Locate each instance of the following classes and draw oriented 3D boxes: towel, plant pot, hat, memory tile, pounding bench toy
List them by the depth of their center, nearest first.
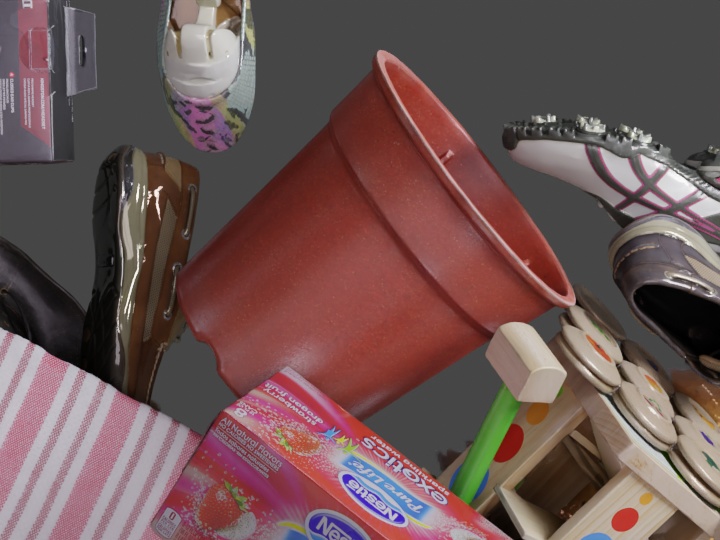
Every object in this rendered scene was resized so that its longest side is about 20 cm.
[{"bbox_3d":[0.105,0.137,1.169,0.156,0.124,0.200,-44,124,10],"label":"pounding bench toy"},{"bbox_3d":[0.000,0.000,1.190,0.195,0.201,0.201,-38,91,12],"label":"plant pot"},{"bbox_3d":[-0.198,0.135,1.197,0.199,0.030,0.147,27,89,4],"label":"towel"},{"bbox_3d":[0.201,0.095,1.198,0.200,0.153,0.017,45,104,-2],"label":"memory tile"},{"bbox_3d":[-0.279,0.068,1.253,0.199,0.081,0.202,0,94,4],"label":"hat"}]

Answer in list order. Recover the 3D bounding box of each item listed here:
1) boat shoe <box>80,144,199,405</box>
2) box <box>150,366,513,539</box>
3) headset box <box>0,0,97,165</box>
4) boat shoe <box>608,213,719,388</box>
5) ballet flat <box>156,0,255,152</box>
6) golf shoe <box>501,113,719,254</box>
[{"bbox_3d":[-0.140,0.019,1.246,0.073,0.076,0.202,4,92,-26],"label":"boat shoe"},{"bbox_3d":[-0.007,0.160,1.084,0.200,0.100,0.096,37,112,10],"label":"box"},{"bbox_3d":[-0.275,-0.144,1.244,0.198,0.075,0.150,-1,93,3],"label":"headset box"},{"bbox_3d":[0.239,0.046,1.211,0.199,0.074,0.075,32,129,-14],"label":"boat shoe"},{"bbox_3d":[-0.102,-0.179,1.236,0.069,0.071,0.202,4,94,2],"label":"ballet flat"},{"bbox_3d":[0.185,-0.050,1.230,0.198,0.077,0.089,15,101,2],"label":"golf shoe"}]
